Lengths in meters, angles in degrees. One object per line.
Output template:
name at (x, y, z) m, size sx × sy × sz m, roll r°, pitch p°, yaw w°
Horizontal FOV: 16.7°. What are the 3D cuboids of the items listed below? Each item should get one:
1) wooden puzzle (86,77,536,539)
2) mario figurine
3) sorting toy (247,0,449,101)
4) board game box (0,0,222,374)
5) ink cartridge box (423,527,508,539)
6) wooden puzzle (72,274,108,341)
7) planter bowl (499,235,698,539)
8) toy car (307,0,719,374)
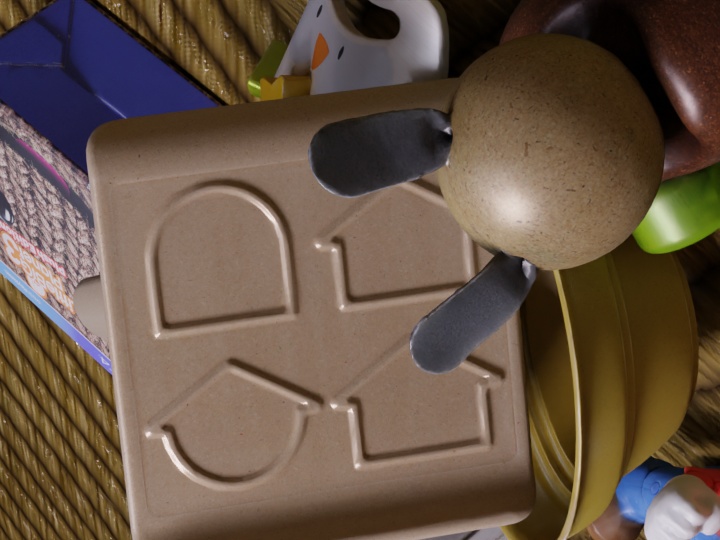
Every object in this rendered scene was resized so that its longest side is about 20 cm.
wooden puzzle at (-0.022, 0.023, 1.090) m, size 0.046 × 0.185 × 0.201 m, roll -162°, pitch 65°, yaw -76°
mario figurine at (0.179, 0.132, 1.149) m, size 0.200 × 0.123 × 0.106 m, roll -11°, pitch 98°, yaw 68°
sorting toy at (-0.005, -0.079, 1.180) m, size 0.200 × 0.106 × 0.180 m, roll -116°, pitch 35°, yaw -50°
board game box at (-0.154, -0.044, 1.529) m, size 0.159 × 0.097 × 0.200 m, roll 39°, pitch 152°, yaw 29°
ink cartridge box at (0.007, 0.105, 1.380) m, size 0.200 × 0.147 × 0.083 m, roll 39°, pitch 153°, yaw 31°
wooden puzzle at (-0.042, 0.063, 1.205) m, size 0.200 × 0.037 × 0.185 m, roll 31°, pitch 167°, yaw -15°
planter bowl at (0.104, 0.030, 1.148) m, size 0.200 × 0.083 × 0.201 m, roll 172°, pitch 90°, yaw -76°
toy car at (0.073, -0.051, 0.993) m, size 0.165 × 0.200 × 0.158 m, roll 59°, pitch 155°, yaw -12°
